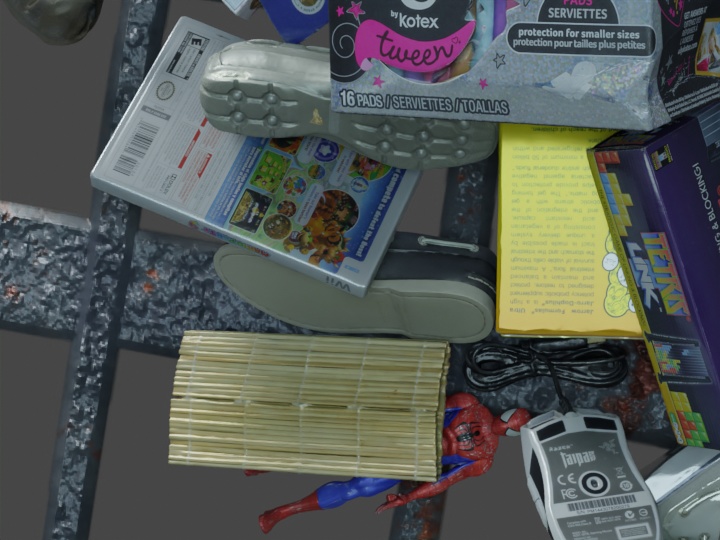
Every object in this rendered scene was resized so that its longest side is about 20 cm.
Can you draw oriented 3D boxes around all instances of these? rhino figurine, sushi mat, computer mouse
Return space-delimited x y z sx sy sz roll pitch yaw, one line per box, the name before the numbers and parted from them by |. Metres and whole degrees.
rhino figurine | -0.248 -0.236 1.220 0.200 0.060 0.088 40 107 9
sushi mat | -0.037 0.090 1.190 0.198 0.012 0.096 2 76 21
computer mouse | 0.136 0.123 1.127 0.109 0.044 0.201 -5 47 -7

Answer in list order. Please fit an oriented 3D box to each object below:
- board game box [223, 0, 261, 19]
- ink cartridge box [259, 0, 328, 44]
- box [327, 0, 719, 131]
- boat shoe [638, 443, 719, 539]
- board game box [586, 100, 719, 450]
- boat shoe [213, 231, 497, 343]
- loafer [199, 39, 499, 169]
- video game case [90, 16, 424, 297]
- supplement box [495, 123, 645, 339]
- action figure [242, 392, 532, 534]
board game box | -0.081 -0.313 1.202 0.200 0.041 0.200 -44 85 8
ink cartridge box | -0.035 -0.272 1.118 0.199 0.041 0.201 -32 86 32
box | 0.095 -0.149 1.003 0.199 0.132 0.116 6 105 30
boat shoe | 0.220 0.151 1.159 0.199 0.071 0.070 -36 85 2
board game box | 0.238 -0.016 1.084 0.165 0.057 0.201 -31 109 -32
boat shoe | 0.000 0.000 1.201 0.198 0.073 0.063 10 50 13
loafer | -0.005 -0.115 1.154 0.198 0.070 0.070 12 131 2
video game case | -0.061 -0.079 1.183 0.199 0.018 0.144 22 63 7
supplement box | 0.146 -0.059 1.141 0.109 0.109 0.202 1 92 9
action figure | 0.021 0.128 1.198 0.199 0.052 0.066 -17 84 7
